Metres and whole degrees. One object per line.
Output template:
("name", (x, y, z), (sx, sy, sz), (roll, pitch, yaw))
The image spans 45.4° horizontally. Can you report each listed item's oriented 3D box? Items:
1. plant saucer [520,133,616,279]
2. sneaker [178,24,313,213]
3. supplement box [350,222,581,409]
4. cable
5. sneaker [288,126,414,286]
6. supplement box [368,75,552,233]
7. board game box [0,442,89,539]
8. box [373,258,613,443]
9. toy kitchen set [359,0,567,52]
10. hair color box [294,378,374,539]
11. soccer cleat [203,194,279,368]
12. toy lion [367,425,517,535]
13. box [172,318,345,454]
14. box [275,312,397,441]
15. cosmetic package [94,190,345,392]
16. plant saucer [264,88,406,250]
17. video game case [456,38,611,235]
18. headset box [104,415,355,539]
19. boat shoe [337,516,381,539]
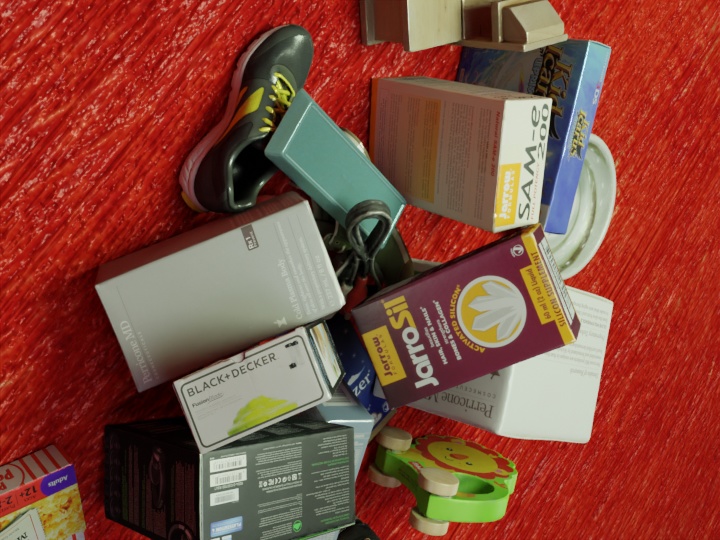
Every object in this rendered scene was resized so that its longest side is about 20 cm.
("plant saucer", (0.273, -0.090, 1.176), (0.197, 0.050, 0.205), (-17, 116, -38))
("sneaker", (-0.089, -0.136, 0.808), (0.074, 0.084, 0.203), (32, 83, -44))
("supplement box", (0.104, 0.045, 0.851), (0.112, 0.197, 0.086), (66, 20, -1))
("cable", (0.000, 0.000, 0.882), (0.095, 0.200, 0.051), (8, 62, -21))
("sneaker", (-0.014, -0.046, 0.927), (0.089, 0.067, 0.203), (-37, 126, -18))
("supplement box", (0.096, -0.128, 0.899), (0.072, 0.198, 0.129), (-11, 114, -37))
("board game box", (-0.320, 0.279, 0.777), (0.150, 0.046, 0.204), (-21, 119, -35))
("box", (0.156, 0.093, 1.017), (0.198, 0.197, 0.176), (13, 87, -45))
("toy kitchen set", (0.121, -0.324, 0.875), (0.197, 0.162, 0.184), (-21, 119, -35))
("hair color box", (-0.056, 0.217, 0.925), (0.059, 0.099, 0.204), (4, 115, -30))
("soccer cleat", (-0.106, 0.025, 0.856), (0.066, 0.076, 0.204), (15, 95, -43))
("toy lion", (0.118, 0.254, 1.069), (0.188, 0.200, 0.070), (9, 99, -24))
("box", (-0.080, 0.094, 0.751), (0.115, 0.200, 0.061), (-23, 88, 1))
("box", (-0.037, 0.138, 0.993), (0.121, 0.032, 0.202), (-44, 129, -21))
("cosmetic package", (-0.127, 0.015, 0.773), (0.197, 0.090, 0.109), (-25, 107, -11))
("plant saucer", (-0.015, -0.089, 0.835), (0.200, 0.019, 0.071), (40, 75, -48))
("video game case", (0.173, -0.161, 0.969), (0.045, 0.180, 0.205), (3, 104, -41))
("headset box", (-0.130, 0.192, 0.820), (0.172, 0.198, 0.095), (0, 89, -42))
("boat shoe", (-0.053, 0.389, 1.050), (0.200, 0.063, 0.075), (-39, 130, -23))
